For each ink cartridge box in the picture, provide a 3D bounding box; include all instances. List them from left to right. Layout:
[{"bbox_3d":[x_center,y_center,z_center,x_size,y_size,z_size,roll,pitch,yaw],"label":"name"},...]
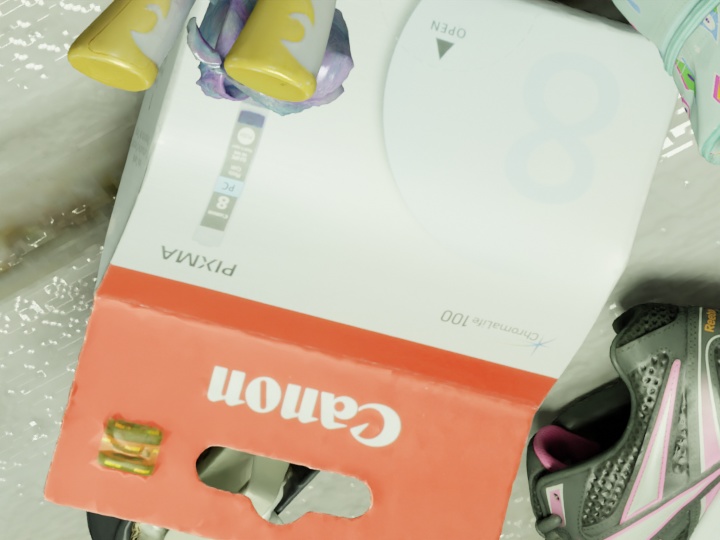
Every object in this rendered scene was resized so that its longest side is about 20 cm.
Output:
[{"bbox_3d":[0.000,0.000,0.906,0.160,0.047,0.200,14,95,-15],"label":"ink cartridge box"}]

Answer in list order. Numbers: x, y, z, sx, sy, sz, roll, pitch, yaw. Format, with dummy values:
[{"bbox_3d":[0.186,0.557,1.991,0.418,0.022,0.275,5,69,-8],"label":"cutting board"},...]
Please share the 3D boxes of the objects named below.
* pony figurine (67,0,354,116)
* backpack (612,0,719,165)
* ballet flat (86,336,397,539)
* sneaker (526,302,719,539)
[{"bbox_3d":[-0.024,-0.145,0.768,0.193,0.200,0.167,22,163,-13],"label":"pony figurine"},{"bbox_3d":[0.153,-0.099,0.807,0.167,0.127,0.200,-16,162,-29],"label":"backpack"},{"bbox_3d":[-0.024,0.049,0.979,0.073,0.073,0.200,32,118,-25],"label":"ballet flat"},{"bbox_3d":[0.095,0.089,1.025,0.086,0.080,0.200,20,115,-4],"label":"sneaker"}]
